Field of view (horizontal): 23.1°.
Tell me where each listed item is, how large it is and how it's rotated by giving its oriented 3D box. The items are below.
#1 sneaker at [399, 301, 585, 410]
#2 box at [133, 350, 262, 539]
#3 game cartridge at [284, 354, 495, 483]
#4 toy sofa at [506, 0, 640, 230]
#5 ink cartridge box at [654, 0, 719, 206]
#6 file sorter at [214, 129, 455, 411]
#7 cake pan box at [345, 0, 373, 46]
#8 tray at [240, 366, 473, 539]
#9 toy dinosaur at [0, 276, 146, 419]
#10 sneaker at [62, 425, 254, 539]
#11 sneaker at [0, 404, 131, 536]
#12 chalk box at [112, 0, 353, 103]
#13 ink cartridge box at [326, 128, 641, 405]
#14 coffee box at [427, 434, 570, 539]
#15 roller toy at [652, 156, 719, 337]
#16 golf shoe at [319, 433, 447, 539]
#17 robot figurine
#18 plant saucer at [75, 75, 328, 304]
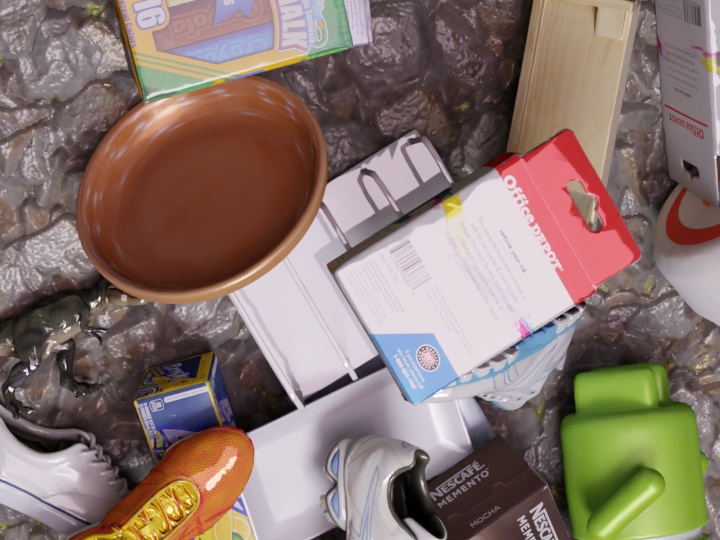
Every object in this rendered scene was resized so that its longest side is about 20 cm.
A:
[{"bbox_3d":[0.110,0.083,1.428,0.199,0.075,0.087,-21,125,-38],"label":"sneaker"},{"bbox_3d":[-0.121,0.173,1.429,0.064,0.070,0.202,-15,108,6],"label":"box"},{"bbox_3d":[0.042,0.146,1.480,0.133,0.041,0.201,-32,109,2],"label":"game cartridge"},{"bbox_3d":[0.166,-0.131,1.415,0.082,0.098,0.202,11,104,10],"label":"toy sofa"},{"bbox_3d":[0.288,-0.164,1.404,0.067,0.115,0.202,-10,108,-9],"label":"ink cartridge box"},{"bbox_3d":[0.000,0.000,1.368,0.199,0.125,0.139,-32,95,-3],"label":"file sorter"},{"bbox_3d":[-0.090,-0.253,1.333,0.182,0.052,0.202,-9,107,-7],"label":"cake pan box"},{"bbox_3d":[-0.010,0.143,1.423,0.199,0.022,0.108,-24,110,-17],"label":"tray"},{"bbox_3d":[-0.254,0.065,1.389,0.198,0.047,0.089,-18,94,-6],"label":"toy dinosaur"},{"bbox_3d":[-0.158,0.197,1.350,0.200,0.077,0.073,-41,100,2],"label":"sneaker"},{"bbox_3d":[-0.225,0.169,1.407,0.199,0.073,0.071,24,106,-16],"label":"sneaker"},{"bbox_3d":[-0.080,-0.213,1.255,0.198,0.125,0.125,-15,109,-6],"label":"chalk box"},{"bbox_3d":[0.089,-0.006,1.279,0.199,0.067,0.117,-31,96,-3],"label":"ink cartridge box"},{"bbox_3d":[0.120,0.252,1.469,0.113,0.080,0.201,-32,127,-10],"label":"coffee box"},{"bbox_3d":[0.343,-0.025,1.421,0.140,0.182,0.201,46,57,-19],"label":"roller toy"},{"bbox_3d":[0.027,0.228,1.361,0.078,0.097,0.202,-11,92,-44],"label":"golf shoe"},{"bbox_3d":[0.229,0.181,1.473,0.115,0.175,0.202,-7,88,21],"label":"robot figurine"},{"bbox_3d":[-0.116,-0.058,1.323,0.199,0.201,0.038,-32,145,-2],"label":"plant saucer"}]
